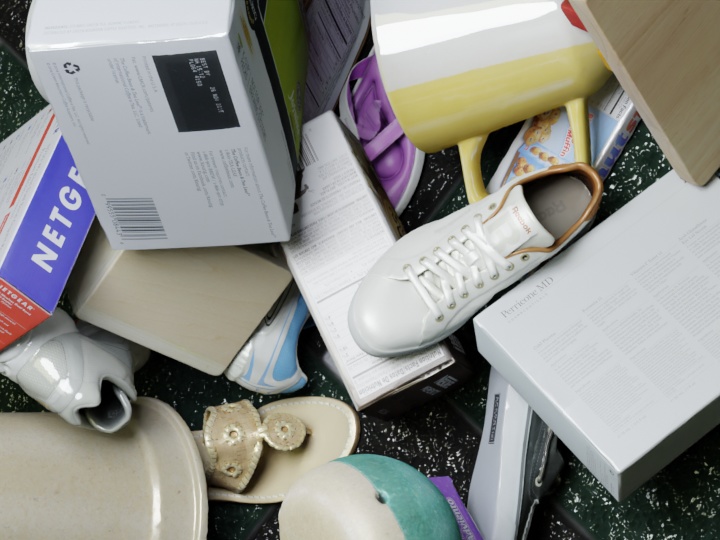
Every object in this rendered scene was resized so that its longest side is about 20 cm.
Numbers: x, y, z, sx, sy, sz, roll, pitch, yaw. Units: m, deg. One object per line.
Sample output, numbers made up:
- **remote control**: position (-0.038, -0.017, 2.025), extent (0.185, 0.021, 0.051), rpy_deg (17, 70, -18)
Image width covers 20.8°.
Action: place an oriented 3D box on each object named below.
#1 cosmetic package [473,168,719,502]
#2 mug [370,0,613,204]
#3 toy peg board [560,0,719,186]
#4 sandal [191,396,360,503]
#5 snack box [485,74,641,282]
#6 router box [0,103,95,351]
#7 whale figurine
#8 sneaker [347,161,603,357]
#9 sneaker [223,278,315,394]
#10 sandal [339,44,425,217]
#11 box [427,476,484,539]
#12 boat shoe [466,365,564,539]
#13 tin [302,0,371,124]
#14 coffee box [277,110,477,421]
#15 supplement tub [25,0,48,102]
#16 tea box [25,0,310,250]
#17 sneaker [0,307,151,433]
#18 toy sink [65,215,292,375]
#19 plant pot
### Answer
- **cosmetic package**: position (0.198, 0.035, 1.309), extent (0.199, 0.052, 0.151), rpy_deg (-35, 62, -13)
- **mug**: position (0.109, -0.157, 1.397), extent (0.152, 0.188, 0.150), rpy_deg (-10, 37, 19)
- **toy peg board**: position (0.218, -0.202, 1.307), extent (0.200, 0.199, 0.098), rpy_deg (-49, 43, -8)
- **sandal**: position (-0.108, 0.137, 1.483), extent (0.210, 0.070, 0.078), rpy_deg (-12, 72, 26)
- **snack box**: position (0.149, -0.089, 1.427), extent (0.072, 0.024, 0.201), rpy_deg (33, 94, 32)
- **router box**: position (-0.255, -0.022, 1.403), extent (0.179, 0.049, 0.201), rpy_deg (-30, 32, 42)
- **whale figurine**: position (0.006, 0.208, 1.309), extent (0.159, 0.103, 0.201), rpy_deg (51, 145, 32)
- **sneaker**: position (0.077, -0.016, 1.311), extent (0.199, 0.085, 0.073), rpy_deg (-34, 82, -13)
- **sneaker**: position (-0.061, 0.000, 1.505), extent (0.072, 0.072, 0.202), rpy_deg (-24, 51, 52)
- **sandal**: position (0.015, -0.128, 1.496), extent (0.082, 0.050, 0.205), rpy_deg (14, 84, 31)
- **box**: position (0.024, 0.257, 1.366), extent (0.200, 0.039, 0.137), rpy_deg (-49, 58, 30)
- **boat shoe**: position (0.116, 0.128, 1.369), extent (0.056, 0.069, 0.202), rpy_deg (9, 89, -13)
- **tin**: position (-0.043, -0.166, 1.487), extent (0.042, 0.112, 0.201), rpy_deg (14, 66, 21)
- **coffee box**: position (0.000, 0.000, 1.406), extent (0.079, 0.113, 0.201), rpy_deg (-27, 78, 6)
- **supplement tub**: position (-0.150, -0.177, 1.544), extent (0.198, 0.144, 0.146), rpy_deg (9, 81, 30)
- **tea box**: position (-0.118, -0.153, 1.301), extent (0.132, 0.201, 0.198), rpy_deg (-2, 51, 10)
- **sneaker**: position (-0.193, 0.080, 1.433), extent (0.076, 0.200, 0.092), rpy_deg (-45, 78, 12)
- **toy sink**: position (-0.149, -0.039, 1.472), extent (0.112, 0.130, 0.200), rpy_deg (-52, 33, 18)
- **plant pot**: position (-0.243, 0.183, 1.445), extent (0.200, 0.182, 0.203), rpy_deg (-16, 69, 47)
